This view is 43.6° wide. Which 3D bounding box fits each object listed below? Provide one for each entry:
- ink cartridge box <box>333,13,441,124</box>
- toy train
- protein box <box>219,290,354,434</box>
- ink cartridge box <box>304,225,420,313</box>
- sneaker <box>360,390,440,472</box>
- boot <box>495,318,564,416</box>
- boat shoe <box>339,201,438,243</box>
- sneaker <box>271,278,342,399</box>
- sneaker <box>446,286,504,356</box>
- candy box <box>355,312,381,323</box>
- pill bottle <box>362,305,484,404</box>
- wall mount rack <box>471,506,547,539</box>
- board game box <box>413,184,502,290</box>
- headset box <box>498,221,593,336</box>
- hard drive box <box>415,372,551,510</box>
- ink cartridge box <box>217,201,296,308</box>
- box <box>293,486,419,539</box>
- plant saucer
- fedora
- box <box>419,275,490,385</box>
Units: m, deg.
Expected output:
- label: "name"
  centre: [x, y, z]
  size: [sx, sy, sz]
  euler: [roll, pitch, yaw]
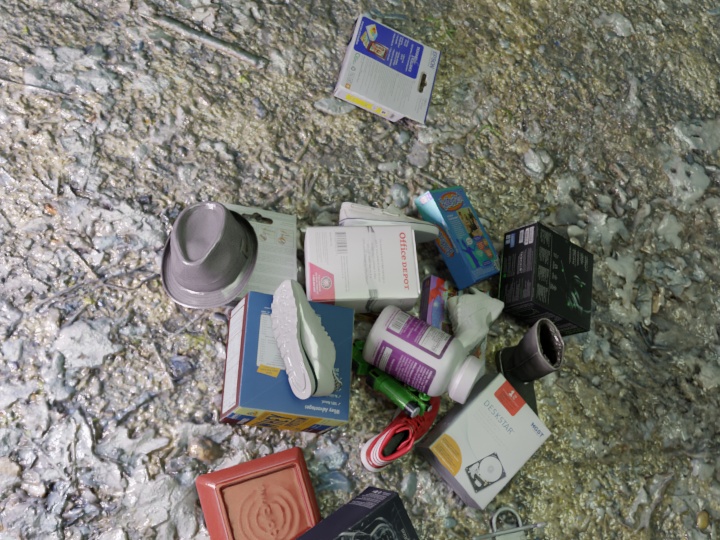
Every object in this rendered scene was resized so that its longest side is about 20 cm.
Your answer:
- label: "ink cartridge box"
  centre: [0.059, -0.418, 1.904]
  size: [0.199, 0.047, 0.199]
  euler: [23, 63, -16]
- label: "toy train"
  centre: [0.045, 0.198, 1.634]
  size: [0.199, 0.042, 0.056]
  euler: [37, 43, 27]
- label: "protein box"
  centre: [-0.127, 0.165, 1.566]
  size: [0.197, 0.135, 0.202]
  euler: [10, 68, -20]
- label: "ink cartridge box"
  centre: [0.000, 0.000, 1.647]
  size: [0.198, 0.083, 0.148]
  euler: [-1, 68, -8]
- label: "sneaker"
  centre: [0.095, 0.285, 1.630]
  size: [0.078, 0.115, 0.200]
  euler: [46, 63, -4]
- label: "boot"
  centre: [0.334, 0.200, 1.714]
  size: [0.072, 0.200, 0.183]
  euler: [-14, 78, -26]
- label: "boat shoe"
  centre: [0.055, -0.098, 1.715]
  size: [0.198, 0.071, 0.071]
  euler: [4, 70, -14]
- label: "sneaker"
  centre: [-0.089, 0.111, 1.492]
  size: [0.080, 0.076, 0.202]
  euler: [-6, 78, -36]
- label: "sneaker"
  centre: [0.197, 0.098, 1.709]
  size: [0.099, 0.078, 0.200]
  euler: [35, 34, 7]
- label: "candy box"
  centre: [0.033, 0.000, 1.738]
  size: [0.114, 0.055, 0.202]
  euler: [16, 67, -16]
- label: "pill bottle"
  centre: [0.112, 0.153, 1.588]
  size: [0.199, 0.113, 0.113]
  euler: [28, 62, 12]
- label: "wall mount rack"
  centre: [0.273, 0.536, 1.643]
  size: [0.172, 0.075, 0.202]
  euler: [-4, 73, -24]
- label: "board game box"
  centre: [0.201, -0.069, 1.804]
  size: [0.152, 0.045, 0.201]
  euler: [-15, 77, -56]
- label: "headset box"
  centre: [0.385, 0.024, 1.835]
  size: [0.199, 0.092, 0.176]
  euler: [24, 63, -33]
- label: "hard drive box"
  centre: [0.229, 0.316, 1.678]
  size: [0.200, 0.077, 0.156]
  euler: [-43, 94, -18]
- label: "ink cartridge box"
  centre: [-0.197, -0.019, 1.662]
  size: [0.161, 0.057, 0.201]
  euler: [10, 52, -20]
- label: "box"
  centre: [0.010, 0.499, 1.503]
  size: [0.181, 0.104, 0.201]
  euler: [-29, 98, -28]
- label: "plant saucer"
  centre: [-0.158, 0.418, 1.521]
  size: [0.198, 0.037, 0.201]
  euler: [-12, 77, -25]
- label: "fedora"
  centre: [-0.271, -0.043, 1.565]
  size: [0.175, 0.091, 0.201]
  euler: [8, 60, 13]
- label: "box"
  centre: [0.181, 0.123, 1.768]
  size: [0.136, 0.039, 0.202]
  euler: [16, 67, -19]
